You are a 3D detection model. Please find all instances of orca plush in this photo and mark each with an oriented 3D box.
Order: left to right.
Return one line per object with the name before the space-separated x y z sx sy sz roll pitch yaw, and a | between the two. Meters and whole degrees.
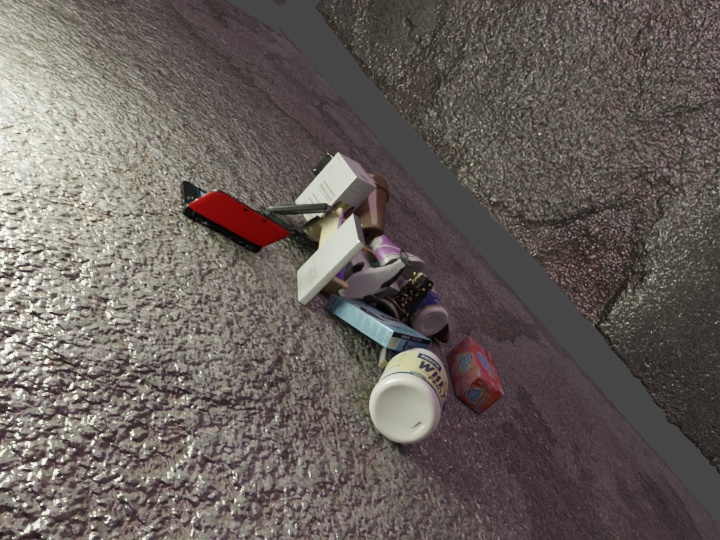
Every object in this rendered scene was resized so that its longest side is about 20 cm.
orca plush | 0.036 0.014 1.525 0.105 0.200 0.071 48 5 2

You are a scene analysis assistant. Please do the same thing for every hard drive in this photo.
hard drive | -0.070 -0.026 1.353 0.026 0.200 0.132 37 21 -26

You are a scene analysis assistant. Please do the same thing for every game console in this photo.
game console | -0.270 -0.134 1.277 0.199 0.119 0.173 31 24 -38

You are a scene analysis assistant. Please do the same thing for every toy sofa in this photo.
toy sofa | -0.061 -0.050 1.481 0.083 0.097 0.201 34 45 -33

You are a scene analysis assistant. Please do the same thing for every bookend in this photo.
bookend | -0.052 -0.332 2.166 0.200 0.092 0.199 45 18 0

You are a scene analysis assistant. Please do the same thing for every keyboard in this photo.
keyboard | -0.179 -0.090 1.532 0.199 0.040 0.104 35 -1 -27

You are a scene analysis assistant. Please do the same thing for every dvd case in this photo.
dvd case | -0.146 -0.155 1.513 0.200 0.141 0.018 -63 150 -86

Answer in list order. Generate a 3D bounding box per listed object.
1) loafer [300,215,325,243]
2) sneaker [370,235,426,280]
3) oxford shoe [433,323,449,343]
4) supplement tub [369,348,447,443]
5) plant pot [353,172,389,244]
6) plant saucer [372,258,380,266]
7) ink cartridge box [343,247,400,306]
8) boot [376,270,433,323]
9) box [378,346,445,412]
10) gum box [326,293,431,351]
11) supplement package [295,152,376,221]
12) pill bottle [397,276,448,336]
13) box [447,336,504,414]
loafer | -0.091 -0.110 1.670 0.076 0.068 0.200 51 16 15
sneaker | 0.102 -0.045 1.646 0.200 0.073 0.115 22 28 -53
oxford shoe | 0.214 0.147 1.840 0.071 0.071 0.201 67 -2 -49
supplement tub | 0.107 0.255 1.248 0.145 0.145 0.200 46 19 1
plant pot | 0.003 -0.181 1.886 0.200 0.199 0.176 24 47 -46
plant saucer | 0.079 -0.022 1.683 0.070 0.019 0.200 46 19 -4
ink cartridge box | 0.000 0.000 1.625 0.199 0.083 0.146 30 25 -40
boot | 0.120 0.068 1.560 0.073 0.151 0.200 37 -8 23
box | 0.127 0.260 1.450 0.200 0.032 0.121 42 20 -8
gum box | 0.044 0.129 1.406 0.199 0.045 0.169 30 6 37
supplement package | -0.073 -0.222 1.737 0.113 0.200 0.110 14 36 -55
pill bottle | 0.175 0.088 1.773 0.111 0.111 0.201 29 25 -39
box | 0.324 0.295 1.697 0.102 0.095 0.200 39 20 -17
